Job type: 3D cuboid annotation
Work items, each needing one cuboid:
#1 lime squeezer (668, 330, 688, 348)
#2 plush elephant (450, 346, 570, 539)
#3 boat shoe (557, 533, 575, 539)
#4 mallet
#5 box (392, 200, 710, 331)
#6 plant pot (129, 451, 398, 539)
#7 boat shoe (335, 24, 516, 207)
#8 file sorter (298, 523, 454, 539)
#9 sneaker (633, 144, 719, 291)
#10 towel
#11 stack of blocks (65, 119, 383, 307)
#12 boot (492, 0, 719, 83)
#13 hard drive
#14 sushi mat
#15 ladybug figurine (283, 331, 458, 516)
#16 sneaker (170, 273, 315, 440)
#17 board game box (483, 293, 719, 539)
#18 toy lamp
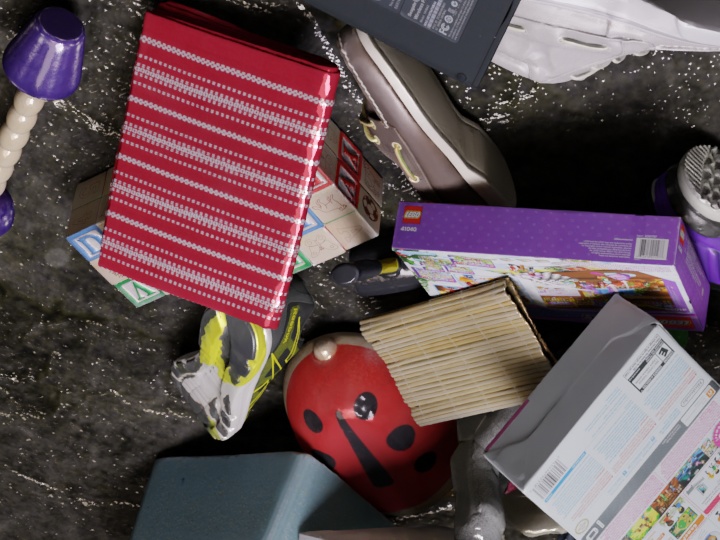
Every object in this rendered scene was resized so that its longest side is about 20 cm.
[{"bbox_3d":[0.204,0.036,1.688,0.071,0.038,0.200,4,148,51],"label":"lime squeezer"},{"bbox_3d":[0.151,0.137,1.680,0.155,0.200,0.165,27,103,-24],"label":"plush elephant"},{"bbox_3d":[0.207,0.187,1.813,0.075,0.062,0.200,17,135,-11],"label":"boat shoe"},{"bbox_3d":[0.000,0.000,1.576,0.066,0.200,0.041,-10,90,19],"label":"mallet"},{"bbox_3d":[0.135,-0.003,1.559,0.199,0.039,0.137,4,161,19],"label":"box"},{"bbox_3d":[-0.083,0.284,1.799,0.196,0.200,0.196,-7,141,46],"label":"plant pot"},{"bbox_3d":[0.036,-0.099,1.534,0.059,0.072,0.200,-23,135,22],"label":"boat shoe"},{"bbox_3d":[0.065,0.269,1.678,0.138,0.125,0.200,1,-178,-39],"label":"file sorter"},{"bbox_3d":[0.280,-0.013,1.607,0.200,0.070,0.099,32,137,-19],"label":"sneaker"},{"bbox_3d":[-0.098,-0.072,1.526,0.144,0.022,0.201,20,113,13],"label":"towel"},{"bbox_3d":[-0.097,-0.044,1.608,0.200,0.059,0.115,-23,129,26],"label":"stack of blocks"},{"bbox_3d":[0.164,-0.164,1.464,0.199,0.074,0.096,15,142,2],"label":"boot"},{"bbox_3d":[0.011,-0.214,1.404,0.200,0.033,0.140,27,134,2],"label":"hard drive"},{"bbox_3d":[0.073,0.062,1.621,0.096,0.012,0.200,57,148,-9],"label":"sushi mat"},{"bbox_3d":[0.011,0.128,1.764,0.135,0.072,0.200,-19,131,23],"label":"ladybug figurine"},{"bbox_3d":[-0.084,0.066,1.709,0.075,0.085,0.200,53,152,9],"label":"sneaker"},{"bbox_3d":[0.201,0.135,1.553,0.148,0.064,0.200,-49,123,-2],"label":"board game box"},{"bbox_3d":[-0.240,-0.104,1.562,0.058,0.058,0.200,19,133,-14],"label":"toy lamp"}]
